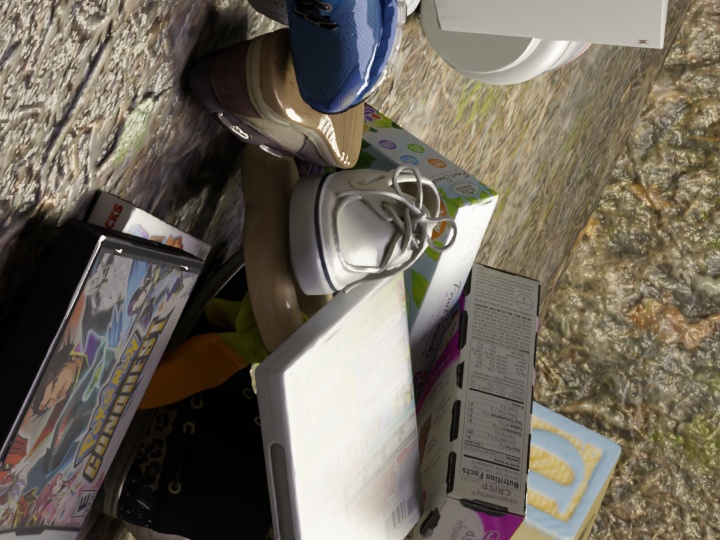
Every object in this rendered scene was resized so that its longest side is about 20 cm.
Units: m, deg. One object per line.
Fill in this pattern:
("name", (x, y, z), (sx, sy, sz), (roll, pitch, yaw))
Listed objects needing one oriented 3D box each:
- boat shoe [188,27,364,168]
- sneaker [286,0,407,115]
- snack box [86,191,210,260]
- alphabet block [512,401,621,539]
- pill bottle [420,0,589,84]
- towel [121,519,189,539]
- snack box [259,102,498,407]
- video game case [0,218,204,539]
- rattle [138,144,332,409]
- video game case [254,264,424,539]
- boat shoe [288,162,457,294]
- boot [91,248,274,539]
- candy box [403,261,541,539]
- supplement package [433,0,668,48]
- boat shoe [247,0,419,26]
("boat shoe", (-0.046, -0.103, 1.540), (0.200, 0.065, 0.072), (17, 75, -74))
("sneaker", (-0.030, -0.177, 1.403), (0.089, 0.078, 0.200), (-29, 124, -42))
("snack box", (-0.131, 0.002, 1.501), (0.072, 0.024, 0.200), (-62, 170, -1))
("alphabet block", (0.217, 0.318, 3.512), (0.196, 0.195, 0.200), (-53, 166, -40))
("pill bottle", (0.111, -0.202, 1.952), (0.120, 0.119, 0.200), (-67, 169, 15))
("towel", (-0.100, 0.180, 1.798), (0.034, 0.133, 0.200), (-36, 178, 17))
("snack box", (0.000, 0.000, 1.801), (0.053, 0.142, 0.200), (-19, 136, -49))
("video game case", (-0.161, 0.074, 1.398), (0.200, 0.025, 0.181), (-64, 166, 2))
("rattle", (-0.088, -0.024, 1.645), (0.130, 0.143, 0.201), (-14, 93, -61))
("video game case", (-0.010, 0.109, 1.612), (0.200, 0.022, 0.183), (-42, 131, -60))
("boat shoe", (0.016, -0.029, 1.610), (0.202, 0.086, 0.075), (-25, 108, -75))
("boot", (-0.066, 0.100, 1.692), (0.204, 0.153, 0.074), (-60, 169, -19))
("candy box", (0.072, 0.114, 1.798), (0.136, 0.061, 0.200), (118, -16, -51))
("supplement package", (0.129, -0.263, 1.643), (0.151, 0.151, 0.201), (67, 30, -76))
("boat shoe", (-0.002, -0.189, 1.556), (0.062, 0.072, 0.200), (-66, 167, 22))
